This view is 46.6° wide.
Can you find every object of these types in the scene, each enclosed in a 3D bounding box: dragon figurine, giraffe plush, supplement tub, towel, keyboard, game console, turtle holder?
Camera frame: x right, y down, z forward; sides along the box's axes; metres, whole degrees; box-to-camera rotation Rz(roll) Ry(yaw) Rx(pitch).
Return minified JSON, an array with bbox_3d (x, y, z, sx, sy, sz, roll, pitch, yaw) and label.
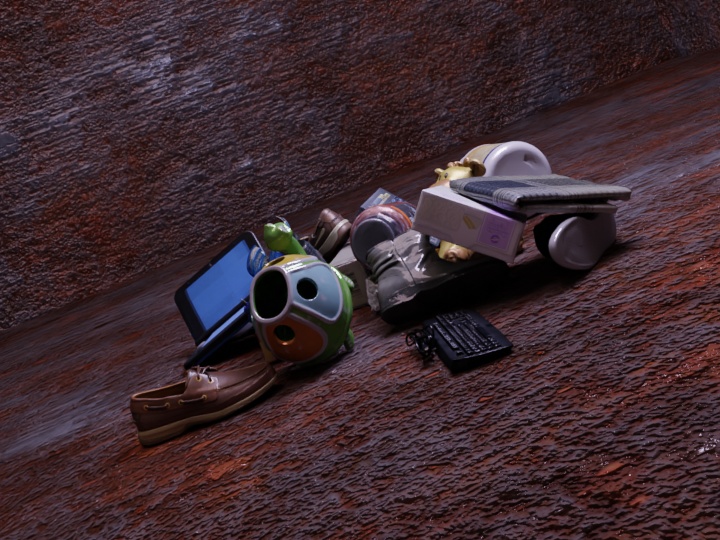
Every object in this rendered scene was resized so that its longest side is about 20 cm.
[{"bbox_3d":[-0.139,-0.011,1.323,0.058,0.204,0.099,-12,-24,33],"label":"dragon figurine"},{"bbox_3d":[0.170,-0.095,1.368,0.170,0.165,0.200,-14,13,31],"label":"giraffe plush"},{"bbox_3d":[0.044,-0.055,1.353,0.105,0.109,0.200,-17,2,17],"label":"supplement tub"},{"bbox_3d":[0.250,-0.107,1.177,0.197,0.035,0.192,-5,14,-22],"label":"towel"},{"bbox_3d":[0.108,0.072,1.003,0.103,0.040,0.200,-21,10,-3],"label":"keyboard"},{"bbox_3d":[0.269,-0.174,1.628,0.142,0.147,0.200,-22,10,-10],"label":"supplement tub"},{"bbox_3d":[-0.242,0.048,1.433,0.199,0.119,0.171,-40,7,12],"label":"game console"},{"bbox_3d":[-0.084,0.031,1.145,0.139,0.189,0.131,5,-14,32],"label":"turtle holder"}]

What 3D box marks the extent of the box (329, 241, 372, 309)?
[{"bbox_3d":[0.000,0.000,1.458,0.067,0.083,0.200,-18,12,14],"label":"box"}]

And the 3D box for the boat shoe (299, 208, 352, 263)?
[{"bbox_3d":[-0.087,-0.033,1.565,0.203,0.075,0.075,-55,-11,31],"label":"boat shoe"}]

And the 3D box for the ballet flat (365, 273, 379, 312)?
[{"bbox_3d":[0.087,0.017,1.247,0.197,0.073,0.072,-13,13,32],"label":"ballet flat"}]

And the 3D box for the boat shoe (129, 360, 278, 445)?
[{"bbox_3d":[-0.206,0.159,1.091,0.197,0.069,0.072,-22,10,-4],"label":"boat shoe"}]

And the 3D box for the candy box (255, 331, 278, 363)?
[{"bbox_3d":[-0.096,0.077,1.326,0.115,0.057,0.200,-21,9,4],"label":"candy box"}]

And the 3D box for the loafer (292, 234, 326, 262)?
[{"bbox_3d":[-0.107,-0.013,1.469,0.073,0.072,0.200,-51,17,-2],"label":"loafer"}]

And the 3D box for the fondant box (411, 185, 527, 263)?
[{"bbox_3d":[0.159,-0.069,1.181,0.142,0.059,0.200,19,12,10],"label":"fondant box"}]

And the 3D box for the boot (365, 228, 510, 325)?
[{"bbox_3d":[0.103,-0.015,1.183,0.197,0.068,0.132,-20,53,12],"label":"boot"}]

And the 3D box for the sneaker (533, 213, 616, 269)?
[{"bbox_3d":[0.275,-0.038,1.150,0.098,0.072,0.199,-12,7,37],"label":"sneaker"}]

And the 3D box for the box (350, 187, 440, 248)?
[{"bbox_3d":[0.077,-0.083,1.552,0.052,0.156,0.200,-63,-3,18],"label":"box"}]

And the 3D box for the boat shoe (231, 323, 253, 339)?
[{"bbox_3d":[-0.194,0.070,1.522,0.198,0.072,0.068,-32,-13,-1],"label":"boat shoe"}]
